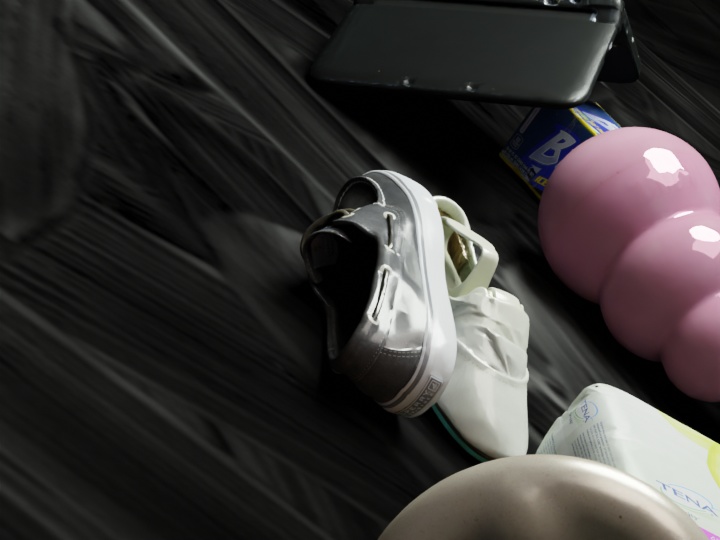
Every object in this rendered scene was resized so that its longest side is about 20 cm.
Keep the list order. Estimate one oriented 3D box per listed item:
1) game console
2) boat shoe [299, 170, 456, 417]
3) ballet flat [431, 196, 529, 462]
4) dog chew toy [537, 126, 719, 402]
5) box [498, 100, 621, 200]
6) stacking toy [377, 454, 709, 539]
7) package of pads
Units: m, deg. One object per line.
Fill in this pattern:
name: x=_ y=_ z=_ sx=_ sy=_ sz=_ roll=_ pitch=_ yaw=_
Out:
game console: x=0.087 y=-0.142 z=1.373 sx=0.200 sy=0.117 sz=0.176 roll=8 pitch=-17 yaw=19
boat shoe: x=0.000 y=0.000 z=1.001 sx=0.066 sy=0.070 sz=0.200 roll=28 pitch=29 yaw=-23
ballet flat: x=0.055 y=0.022 z=1.030 sx=0.069 sy=0.069 sz=0.200 roll=24 pitch=24 yaw=-28
dog chew toy: x=0.201 y=0.002 z=1.235 sx=0.124 sy=0.125 sz=0.200 roll=11 pitch=39 yaw=-48
box: x=0.191 y=-0.046 z=1.382 sx=0.064 sy=0.070 sz=0.200 roll=11 pitch=31 yaw=-47
stacking toy: x=0.074 y=0.139 z=0.763 sx=0.146 sy=0.146 sz=0.200 roll=37 pitch=4 yaw=4
package of pads: x=0.187 y=0.151 z=0.949 sx=0.200 sy=0.068 sz=0.155 roll=29 pitch=22 yaw=-18
